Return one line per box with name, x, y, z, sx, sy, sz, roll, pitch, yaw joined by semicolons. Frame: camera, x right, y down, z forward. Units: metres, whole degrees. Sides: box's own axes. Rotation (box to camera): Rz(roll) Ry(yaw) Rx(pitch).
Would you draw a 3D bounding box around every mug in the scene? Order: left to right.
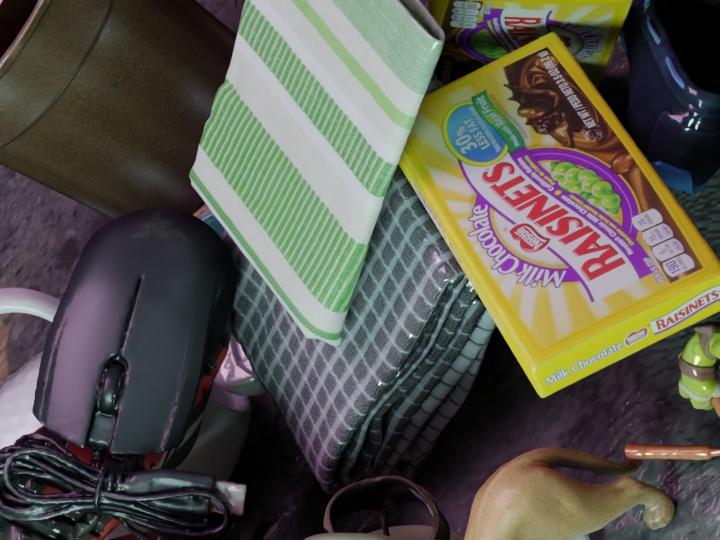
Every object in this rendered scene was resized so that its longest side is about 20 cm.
mug;-0.174;0.096;1.630;0.175;0.200;0.148;-44;18;11

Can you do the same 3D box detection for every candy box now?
candy box;0.085;-0.127;1.461;0.200;0.102;0.027;92;177;-79
candy box;0.091;-0.031;1.327;0.102;0.026;0.200;-28;45;-2

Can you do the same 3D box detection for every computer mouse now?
computer mouse;-0.116;0.042;1.453;0.053;0.138;0.201;90;-172;-57

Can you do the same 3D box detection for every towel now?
towel;-0.024;-0.079;1.399;0.153;0.023;0.200;53;136;37
towel;0.000;0.000;1.475;0.166;0.085;0.200;59;140;32

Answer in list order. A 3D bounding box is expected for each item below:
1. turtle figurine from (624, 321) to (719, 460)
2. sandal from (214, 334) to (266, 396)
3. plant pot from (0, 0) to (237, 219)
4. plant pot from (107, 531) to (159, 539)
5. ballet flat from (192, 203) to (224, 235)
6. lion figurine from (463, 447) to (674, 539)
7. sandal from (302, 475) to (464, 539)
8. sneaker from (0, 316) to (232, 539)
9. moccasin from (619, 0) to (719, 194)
turtle figurine;0.198;0.006;1.306;0.200;0.064;0.162;-28;42;41
sandal;-0.006;0.000;1.611;0.202;0.050;0.083;-36;55;6
plant pot;-0.179;-0.133;1.843;0.200;0.198;0.201;-36;36;33
plant pot;-0.096;0.227;1.423;0.201;0.200;0.177;-57;20;1
ballet flat;-0.055;-0.044;1.726;0.200;0.068;0.072;-43;13;23
lion figurine;0.068;0.152;1.306;0.072;0.122;0.201;-10;54;51
sandal;0.014;0.130;1.373;0.079;0.201;0.058;-8;82;7
sneaker;-0.138;0.100;1.505;0.201;0.071;0.098;-56;-11;-30
moccasin;0.179;-0.119;1.419;0.200;0.080;0.068;-88;17;-50
